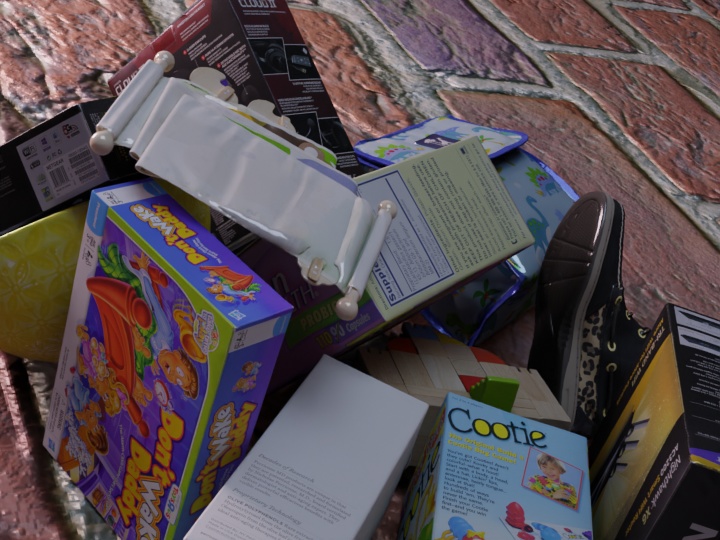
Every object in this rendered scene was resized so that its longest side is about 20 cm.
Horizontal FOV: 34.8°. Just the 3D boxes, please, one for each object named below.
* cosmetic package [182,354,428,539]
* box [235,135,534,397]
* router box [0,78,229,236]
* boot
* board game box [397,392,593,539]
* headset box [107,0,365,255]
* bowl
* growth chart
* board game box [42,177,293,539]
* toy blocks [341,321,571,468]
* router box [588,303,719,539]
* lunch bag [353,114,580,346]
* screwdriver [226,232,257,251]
[{"bbox_3d":[-0.036,0.154,0.697,0.084,0.109,0.200,24,31,9],"label":"cosmetic package"},{"bbox_3d":[0.000,0.000,0.860,0.199,0.175,0.097,-23,83,-48],"label":"box"},{"bbox_3d":[-0.199,-0.067,0.793,0.157,0.198,0.053,-29,98,-59],"label":"router box"},{"bbox_3d":[0.220,0.048,0.938,0.149,0.203,0.073,12,-3,-22],"label":"boot"},{"bbox_3d":[0.078,0.189,0.710,0.104,0.104,0.201,18,33,-2],"label":"board game box"},{"bbox_3d":[-0.101,-0.116,0.902,0.077,0.148,0.202,-14,77,-55],"label":"headset box"},{"bbox_3d":[-0.183,0.013,0.804,0.199,0.199,0.109,-28,96,-49],"label":"bowl"},{"bbox_3d":[-0.065,-0.062,0.703,0.199,0.018,0.145,32,35,0],"label":"growth chart"},{"bbox_3d":[-0.123,0.067,0.690,0.045,0.202,0.134,-17,47,-45],"label":"board game box"},{"bbox_3d":[0.062,0.092,0.873,0.198,0.101,0.137,9,22,-17],"label":"toy blocks"},{"bbox_3d":[0.180,0.148,0.722,0.052,0.202,0.158,18,31,-2],"label":"router box"},{"bbox_3d":[0.094,-0.055,1.033,0.200,0.128,0.169,46,38,15],"label":"lunch bag"},{"bbox_3d":[-0.103,-0.010,0.850,0.028,0.199,0.029,36,53,-29],"label":"screwdriver"}]
